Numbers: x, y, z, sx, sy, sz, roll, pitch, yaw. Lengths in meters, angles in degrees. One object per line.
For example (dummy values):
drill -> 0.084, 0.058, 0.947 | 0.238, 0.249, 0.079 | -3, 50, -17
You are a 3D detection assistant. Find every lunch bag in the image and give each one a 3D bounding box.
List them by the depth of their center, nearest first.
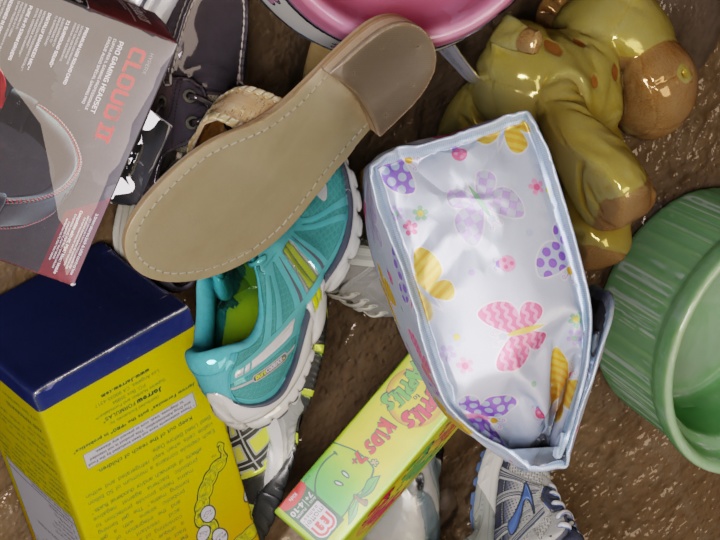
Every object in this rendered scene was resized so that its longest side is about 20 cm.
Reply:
lunch bag -> 0.079, 0.016, 1.391 | 0.127, 0.170, 0.200 | -15, 90, -1

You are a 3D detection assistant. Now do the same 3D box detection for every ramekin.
ramekin -> 0.265, 0.037, 1.712 | 0.200, 0.098, 0.200 | -17, 121, -30

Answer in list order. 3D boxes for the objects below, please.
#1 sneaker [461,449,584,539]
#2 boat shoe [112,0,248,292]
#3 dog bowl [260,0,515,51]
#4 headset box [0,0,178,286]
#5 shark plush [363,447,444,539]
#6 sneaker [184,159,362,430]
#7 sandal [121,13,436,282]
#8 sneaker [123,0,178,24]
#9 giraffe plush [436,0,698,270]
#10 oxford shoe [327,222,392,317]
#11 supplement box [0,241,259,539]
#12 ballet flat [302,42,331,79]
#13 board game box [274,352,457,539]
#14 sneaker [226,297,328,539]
sneaker -> 0.119, 0.184, 1.637 | 0.200, 0.085, 0.077 | -69, 151, -41
boat shoe -> -0.096, -0.082, 1.405 | 0.072, 0.065, 0.200 | 5, 107, -36
dog bowl -> 0.022, -0.216, 1.370 | 0.200, 0.074, 0.201 | -2, 104, -9
headset box -> -0.201, -0.092, 1.269 | 0.200, 0.075, 0.149 | 21, 102, -21
shark plush -> 0.028, 0.139, 1.631 | 0.083, 0.091, 0.200 | -19, 108, -56
sneaker -> -0.053, -0.007, 1.378 | 0.080, 0.077, 0.200 | 51, 42, -47
sandal -> -0.055, -0.075, 1.345 | 0.212, 0.070, 0.078 | -39, 124, -9
sneaker -> -0.133, -0.177, 1.341 | 0.071, 0.073, 0.200 | 26, 98, -13
giraffe plush -> 0.145, -0.117, 1.527 | 0.162, 0.172, 0.200 | -35, 104, -31
oxford shoe -> 0.000, 0.000, 1.514 | 0.200, 0.075, 0.058 | 6, 106, -43
supplement box -> -0.149, 0.104, 1.428 | 0.109, 0.109, 0.200 | -30, 127, -22
ballet flat -> 0.015, -0.162, 1.451 | 0.069, 0.063, 0.200 | 2, 110, -41
board game box -> 0.033, 0.095, 1.532 | 0.200, 0.048, 0.102 | -50, 171, 0
sneaker -> -0.075, 0.095, 1.517 | 0.076, 0.075, 0.200 | 13, 114, -4
